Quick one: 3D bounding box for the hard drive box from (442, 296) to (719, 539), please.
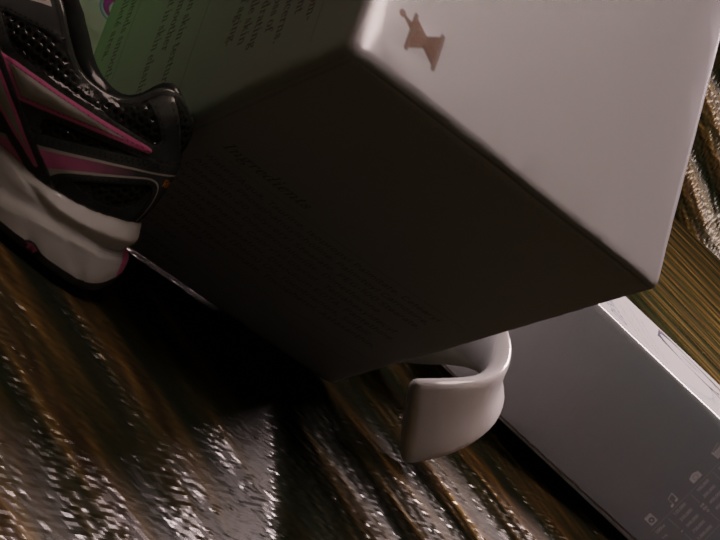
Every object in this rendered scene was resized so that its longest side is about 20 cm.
[{"bbox_3d":[0.124,0.061,1.330,0.200,0.077,0.156,42,8,-15],"label":"hard drive box"}]

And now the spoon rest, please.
[{"bbox_3d":[0.023,0.016,1.171,0.060,0.100,0.200,0,31,-15],"label":"spoon rest"}]

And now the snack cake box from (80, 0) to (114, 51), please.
[{"bbox_3d":[-0.106,-0.132,1.326,0.115,0.067,0.200,38,9,-19],"label":"snack cake box"}]

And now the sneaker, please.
[{"bbox_3d":[-0.145,-0.088,0.959,0.200,0.086,0.080,39,8,-7],"label":"sneaker"}]

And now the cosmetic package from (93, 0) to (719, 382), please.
[{"bbox_3d":[0.013,-0.080,1.041,0.166,0.168,0.199,36,-33,-28],"label":"cosmetic package"}]
